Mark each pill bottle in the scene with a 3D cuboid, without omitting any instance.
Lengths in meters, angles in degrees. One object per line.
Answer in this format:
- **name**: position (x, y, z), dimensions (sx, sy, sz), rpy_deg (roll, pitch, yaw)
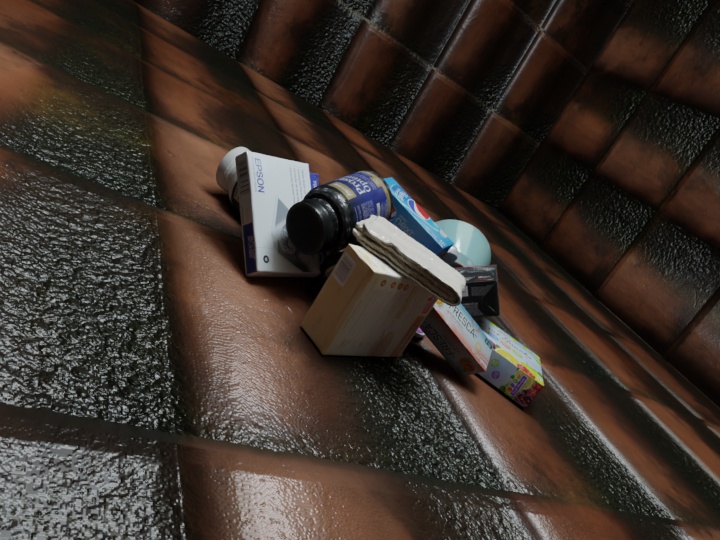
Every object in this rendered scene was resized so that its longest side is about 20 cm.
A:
- **pill bottle**: position (-0.035, -0.098, 0.998), dimensions (0.111, 0.114, 0.199), rpy_deg (38, 36, 17)
- **pill bottle**: position (-0.186, -0.147, 1.138), dimensions (0.199, 0.118, 0.116), rpy_deg (40, 19, 19)

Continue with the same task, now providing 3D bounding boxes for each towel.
- **towel**: position (0.082, -0.022, 0.919), dimensions (0.198, 0.035, 0.132), rpy_deg (36, 18, 6)

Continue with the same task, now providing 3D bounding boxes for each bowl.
- **bowl**: position (0.218, -0.009, 1.415), dimensions (0.198, 0.202, 0.106), rpy_deg (31, 37, -6)

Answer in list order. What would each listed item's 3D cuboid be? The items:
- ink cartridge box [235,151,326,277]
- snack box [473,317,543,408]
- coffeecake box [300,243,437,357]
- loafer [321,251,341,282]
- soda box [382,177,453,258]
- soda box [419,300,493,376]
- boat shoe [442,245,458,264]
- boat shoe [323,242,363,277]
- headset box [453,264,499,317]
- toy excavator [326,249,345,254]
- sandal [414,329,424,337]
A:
- **ink cartridge box**: position (-0.121, -0.091, 1.010), dimensions (0.197, 0.040, 0.206), rpy_deg (1, 79, -50)
- **snack box**: position (0.281, 0.174, 1.214), dimensions (0.198, 0.069, 0.168), rpy_deg (37, 17, 7)
- **coffeecake box**: position (0.025, 0.056, 0.930), dimensions (0.197, 0.156, 0.073), rpy_deg (12, 27, -49)
- **loafer**: position (0.000, 0.000, 1.162), dimensions (0.073, 0.072, 0.197), rpy_deg (44, 21, 32)
- **soda box**: position (0.099, -0.099, 1.209), dimensions (0.201, 0.068, 0.064), rpy_deg (48, 31, 14)
- **soda box**: position (0.160, 0.100, 1.064), dimensions (0.201, 0.063, 0.069), rpy_deg (50, 46, -19)
- **boat shoe**: position (0.145, -0.058, 1.335), dimensions (0.074, 0.089, 0.199), rpy_deg (28, -23, -35)
- **boat shoe**: position (0.000, -0.028, 1.077), dimensions (0.198, 0.073, 0.065), rpy_deg (-13, 76, -48)
- **headset box**: position (0.229, 0.042, 1.268), dimensions (0.144, 0.080, 0.200), rpy_deg (-5, 8, 13)
- **toy excavator**: position (-0.097, -0.115, 1.232), dimensions (0.197, 0.101, 0.195), rpy_deg (33, 17, 0)
- **sandal**: position (0.113, 0.075, 1.201), dimensions (0.081, 0.050, 0.203), rpy_deg (33, 17, -1)
